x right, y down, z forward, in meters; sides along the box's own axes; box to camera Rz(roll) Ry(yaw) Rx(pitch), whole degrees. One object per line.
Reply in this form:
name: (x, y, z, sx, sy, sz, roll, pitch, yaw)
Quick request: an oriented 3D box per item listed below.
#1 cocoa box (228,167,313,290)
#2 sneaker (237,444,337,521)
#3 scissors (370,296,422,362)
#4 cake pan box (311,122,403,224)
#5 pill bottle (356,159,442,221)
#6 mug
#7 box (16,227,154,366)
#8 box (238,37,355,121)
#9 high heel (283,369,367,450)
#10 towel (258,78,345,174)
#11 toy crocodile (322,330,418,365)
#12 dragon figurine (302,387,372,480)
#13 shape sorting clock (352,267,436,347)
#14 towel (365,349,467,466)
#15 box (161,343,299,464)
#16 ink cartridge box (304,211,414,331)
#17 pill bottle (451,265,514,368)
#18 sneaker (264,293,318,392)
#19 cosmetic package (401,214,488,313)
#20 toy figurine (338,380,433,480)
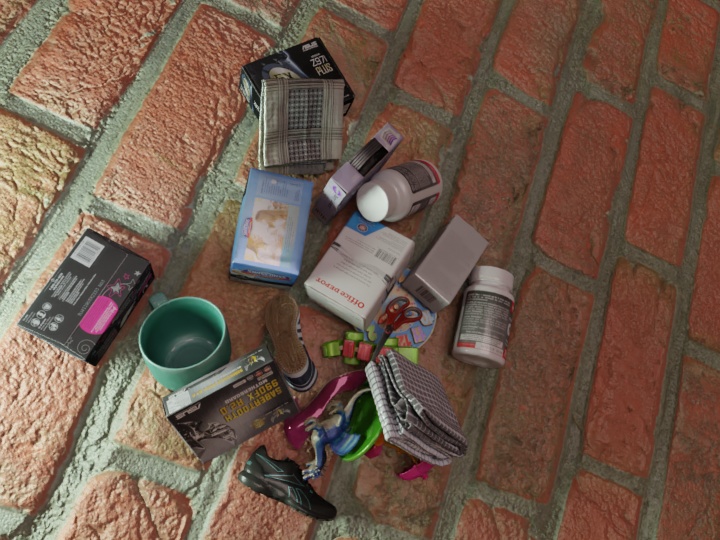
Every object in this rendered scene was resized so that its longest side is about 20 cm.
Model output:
cocoa box: (-0.180, -0.079, 1.130, 0.132, 0.131, 0.201, 11, 73, -14)
sneaker: (-0.125, 0.399, 1.051, 0.199, 0.075, 0.080, 30, 67, -8)
scissors: (0.053, 0.114, 1.128, 0.073, 0.014, 0.200, 33, 45, 20)
cake pan box: (-0.009, -0.197, 1.177, 0.052, 0.200, 0.184, 42, 70, -3)
pill bottle: (0.082, -0.167, 1.207, 0.200, 0.111, 0.111, -27, 84, -48)
mug: (-0.314, 0.130, 1.037, 0.151, 0.115, 0.186, -4, 50, -6)
box: (-0.483, 0.050, 1.013, 0.132, 0.115, 0.201, 29, 68, -6)
box: (-0.140, -0.395, 1.250, 0.199, 0.086, 0.164, -29, 85, -21)
high heel: (-0.058, 0.266, 1.105, 0.199, 0.067, 0.096, -21, 73, -16)
towel: (-0.120, -0.295, 1.180, 0.192, 0.035, 0.201, -11, 121, -33)
toy crocodile: (0.020, 0.163, 1.131, 0.199, 0.062, 0.068, 7, 91, 20)
dragon figurine: (-0.040, 0.302, 1.057, 0.200, 0.059, 0.100, -35, 104, -10)
shape sorting clock: (0.072, 0.081, 1.214, 0.199, 0.039, 0.201, 4, 75, -16)
towel: (0.107, 0.248, 1.038, 0.200, 0.085, 0.166, 40, 20, -39)
box: (-0.225, 0.240, 1.008, 0.199, 0.159, 0.048, -26, 41, -12)
ink cartridge box: (0.000, 0.000, 1.169, 0.146, 0.086, 0.201, 29, 69, 13)
pill bottle: (0.272, 0.100, 1.230, 0.113, 0.114, 0.201, 19, 71, -11)
sneaker: (-0.136, 0.147, 1.122, 0.070, 0.109, 0.201, -18, 48, -2)
cosmetic package: (0.187, -0.016, 1.243, 0.101, 0.071, 0.200, 41, 59, -3)
toy figurine: (0.075, 0.327, 1.124, 0.184, 0.150, 0.201, 38, 43, -18)
